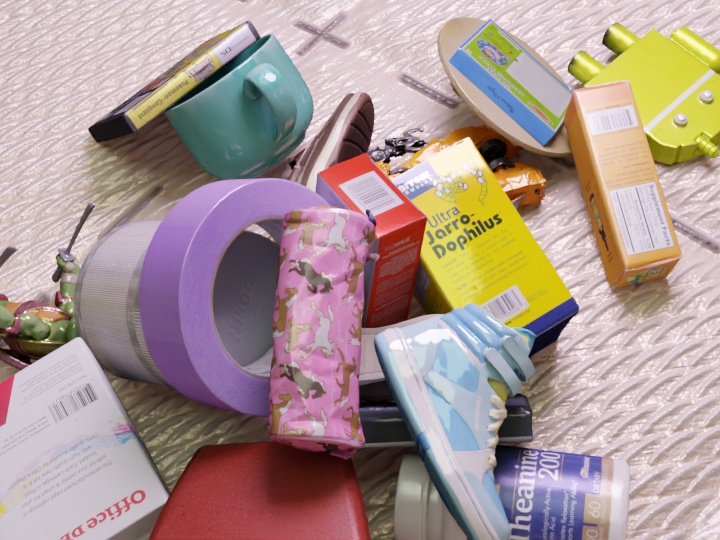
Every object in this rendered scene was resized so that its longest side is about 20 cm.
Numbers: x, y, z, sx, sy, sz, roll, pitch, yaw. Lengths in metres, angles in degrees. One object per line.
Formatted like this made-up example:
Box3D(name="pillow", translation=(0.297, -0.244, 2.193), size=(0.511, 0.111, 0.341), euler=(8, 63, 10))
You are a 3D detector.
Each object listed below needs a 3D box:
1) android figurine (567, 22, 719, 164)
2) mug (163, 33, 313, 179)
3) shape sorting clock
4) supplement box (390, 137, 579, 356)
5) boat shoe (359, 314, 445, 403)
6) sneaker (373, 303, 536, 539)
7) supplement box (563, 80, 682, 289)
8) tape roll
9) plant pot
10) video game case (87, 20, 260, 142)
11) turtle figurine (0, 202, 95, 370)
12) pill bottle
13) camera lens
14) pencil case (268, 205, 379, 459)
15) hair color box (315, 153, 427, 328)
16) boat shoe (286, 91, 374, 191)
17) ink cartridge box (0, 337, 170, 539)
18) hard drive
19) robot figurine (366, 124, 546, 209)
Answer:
Box3D(name="android figurine", translation=(0.333, -0.197, 1.288), size=(0.181, 0.041, 0.200), euler=(-37, 63, -18))
Box3D(name="mug", translation=(-0.127, -0.167, 1.272), size=(0.151, 0.115, 0.186), euler=(-30, 18, 12))
Box3D(name="shape sorting clock", translation=(0.166, -0.203, 1.272), size=(0.198, 0.039, 0.202), euler=(27, 37, -22))
Box3D(name="supplement box", translation=(0.108, -0.005, 1.127), size=(0.108, 0.109, 0.202), euler=(-29, 76, -11))
Box3D(name="boat shoe", translation=(0.048, 0.087, 1.060), size=(0.197, 0.059, 0.073), euler=(-7, 64, 26))
Box3D(name="sneaker", translation=(0.105, 0.119, 0.947), size=(0.129, 0.080, 0.202), euler=(-24, 81, -7))
Box3D(name="supplement box", translation=(0.267, -0.088, 1.188), size=(0.068, 0.067, 0.203), euler=(-9, 73, -3))
Box3D(name="tape roll", translation=(-0.092, 0.022, 1.006), size=(0.065, 0.201, 0.201), euler=(3, 50, 48))
Box3D(name="plant pot", translation=(-0.072, 0.254, 0.975), size=(0.196, 0.202, 0.178), euler=(-4, 46, 5))
Box3D(name="video game case", translation=(-0.218, -0.213, 1.327), size=(0.180, 0.026, 0.199), euler=(-41, 17, -17))
Box3D(name="turtle figurine", translation=(-0.361, 0.012, 1.191), size=(0.191, 0.202, 0.145), euler=(-2, 41, 19))
Box3D(name="pill bottle", translation=(0.133, 0.211, 1.012), size=(0.196, 0.112, 0.112), euler=(5, 57, 12))
Box3D(name="camera lens", translation=(-0.170, 0.034, 1.114), size=(0.198, 0.160, 0.161), euler=(3, 51, 48))
Box3D(name="pencil case", translation=(-0.031, 0.050, 0.952), size=(0.085, 0.083, 0.204), euler=(6, 78, -5))
Box3D(name="hair color box", translation=(0.000, 0.000, 1.115), size=(0.061, 0.202, 0.102), euler=(-23, 54, -28))
Box3D(name="boat shoe", translation=(-0.048, -0.120, 1.285), size=(0.074, 0.075, 0.204), euler=(11, 59, 22))
Box3D(name="ink cartridge box", translation=(-0.259, 0.201, 1.058), size=(0.144, 0.145, 0.201), euler=(-29, 57, -12))
Box3D(name="hard drive", translation=(0.058, 0.138, 1.059), size=(0.196, 0.140, 0.034), euler=(-4, 88, 7))
Box3D(name="robot figurine", translation=(0.093, -0.093, 1.253), size=(0.197, 0.059, 0.147), euler=(-16, 55, -3))
